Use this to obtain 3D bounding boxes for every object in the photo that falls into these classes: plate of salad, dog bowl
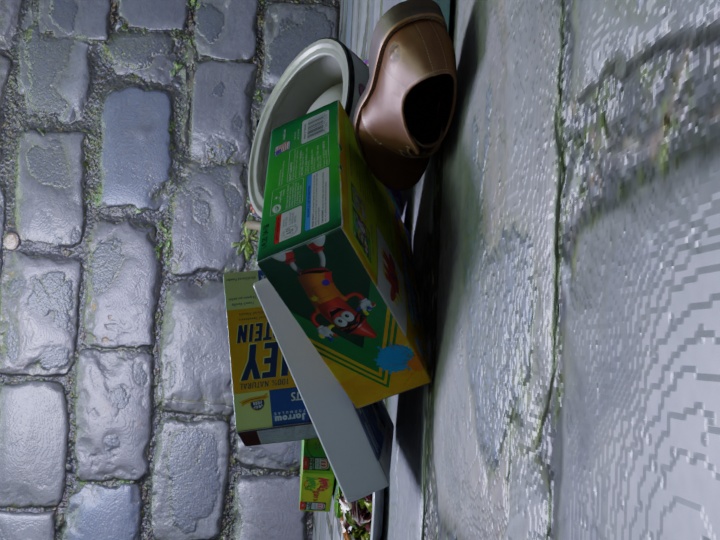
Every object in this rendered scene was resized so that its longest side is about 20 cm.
[{"bbox_3d":[-0.003,0.266,0.937,0.200,0.048,0.201,-176,90,-86],"label":"plate of salad"},{"bbox_3d":[-0.041,-0.139,0.840,0.200,0.074,0.201,-31,51,47],"label":"dog bowl"}]

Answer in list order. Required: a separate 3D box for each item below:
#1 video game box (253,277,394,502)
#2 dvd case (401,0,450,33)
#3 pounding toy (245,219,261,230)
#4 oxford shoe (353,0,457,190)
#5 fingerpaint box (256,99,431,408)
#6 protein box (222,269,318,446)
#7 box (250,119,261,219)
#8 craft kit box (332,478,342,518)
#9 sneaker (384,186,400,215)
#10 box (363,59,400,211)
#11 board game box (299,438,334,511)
[{"bbox_3d":[-0.026,0.088,0.734,0.182,0.047,0.201,-69,-44,-86],"label":"video game box"},{"bbox_3d":[0.056,-0.227,0.713,0.200,0.022,0.147,-171,84,-85],"label":"dvd case"},{"bbox_3d":[-0.081,-0.085,1.193,0.184,0.199,0.143,-95,9,-61],"label":"pounding toy"},{"bbox_3d":[0.037,-0.110,0.610,0.200,0.071,0.072,90,162,-65],"label":"oxford shoe"},{"bbox_3d":[-0.013,-0.018,0.658,0.200,0.073,0.167,-94,-22,-52],"label":"fingerpaint box"},{"bbox_3d":[-0.103,0.120,1.050,0.200,0.134,0.200,108,155,-72],"label":"protein box"},{"bbox_3d":[-0.052,-0.146,1.016,0.040,0.199,0.138,21,-114,-54],"label":"box"},{"bbox_3d":[-0.015,0.233,1.141,0.200,0.048,0.199,152,118,-85],"label":"craft kit box"},{"bbox_3d":[-0.003,0.009,0.835,0.078,0.091,0.201,-100,15,-67],"label":"sneaker"},{"bbox_3d":[-0.018,-0.141,0.926,0.039,0.136,0.201,27,-124,-47],"label":"box"},{"bbox_3d":[-0.064,0.246,1.189,0.201,0.047,0.102,-91,6,-46],"label":"board game box"}]
